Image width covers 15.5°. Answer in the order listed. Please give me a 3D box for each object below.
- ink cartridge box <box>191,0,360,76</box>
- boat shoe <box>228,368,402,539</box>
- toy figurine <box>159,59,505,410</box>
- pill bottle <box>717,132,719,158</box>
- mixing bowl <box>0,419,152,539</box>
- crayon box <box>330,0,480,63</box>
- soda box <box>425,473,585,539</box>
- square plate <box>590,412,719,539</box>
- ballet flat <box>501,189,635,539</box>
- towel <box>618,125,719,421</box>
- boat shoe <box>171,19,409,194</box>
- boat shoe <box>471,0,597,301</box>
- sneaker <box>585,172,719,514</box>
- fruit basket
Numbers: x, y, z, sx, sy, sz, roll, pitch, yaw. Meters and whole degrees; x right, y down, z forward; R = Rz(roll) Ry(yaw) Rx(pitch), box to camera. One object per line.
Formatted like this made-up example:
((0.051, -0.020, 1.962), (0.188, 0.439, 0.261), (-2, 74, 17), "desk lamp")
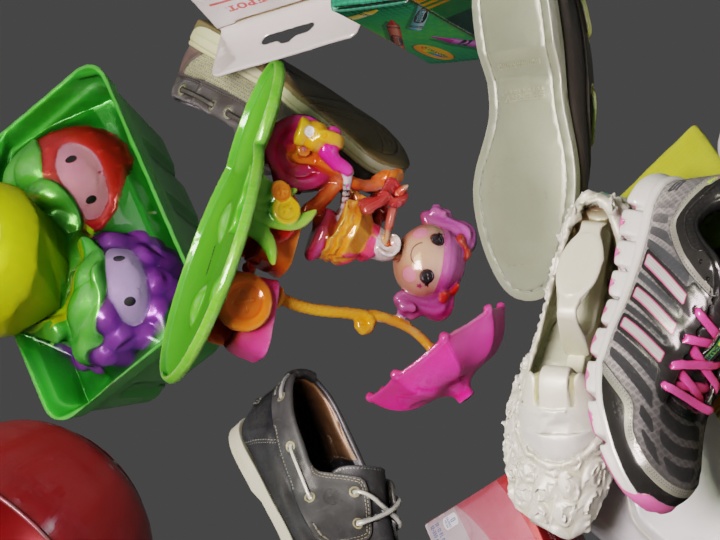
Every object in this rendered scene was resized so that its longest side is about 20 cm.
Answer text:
((-0.051, -0.228, 1.661), (0.116, 0.068, 0.201), (-15, 51, 28), "ink cartridge box")
((-0.009, 0.147, 1.576), (0.068, 0.072, 0.201), (-45, 57, 20), "boat shoe")
((0.000, 0.000, 1.556), (0.150, 0.183, 0.201), (148, 140, -70), "toy figurine")
((0.272, -0.143, 1.445), (0.112, 0.113, 0.202), (12, 85, 34), "pill bottle")
((-0.204, 0.167, 1.648), (0.199, 0.201, 0.108), (11, 40, 34), "mixing bowl")
((0.040, -0.239, 1.612), (0.058, 0.119, 0.202), (-4, 76, 31), "crayon box")
((0.111, 0.217, 1.488), (0.070, 0.063, 0.201), (-34, 62, 21), "soda box")
((0.237, 0.113, 1.455), (0.198, 0.028, 0.201), (41, 101, 33), "square plate")
((0.116, 0.046, 1.475), (0.071, 0.072, 0.201), (1, 70, 32), "ballet flat")
((0.205, 0.010, 1.480), (0.086, 0.018, 0.201), (-44, 46, 16), "towel")
((-0.048, -0.090, 1.665), (0.201, 0.072, 0.066), (38, 105, 38), "boat shoe")
((0.109, -0.085, 1.560), (0.071, 0.060, 0.203), (2, 97, 34), "boat shoe")
((0.180, 0.031, 1.424), (0.087, 0.074, 0.201), (-16, 53, 44), "sneaker")
((-0.194, -0.016, 1.658), (0.155, 0.215, 0.217), (-37, 62, 20), "fruit basket")
